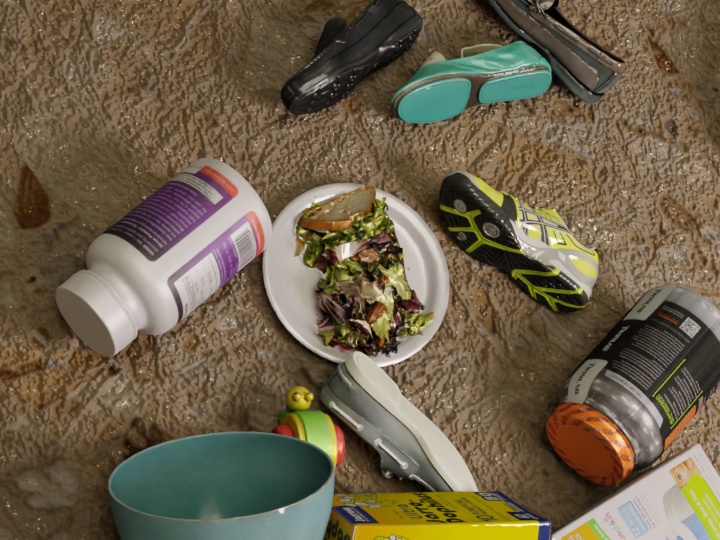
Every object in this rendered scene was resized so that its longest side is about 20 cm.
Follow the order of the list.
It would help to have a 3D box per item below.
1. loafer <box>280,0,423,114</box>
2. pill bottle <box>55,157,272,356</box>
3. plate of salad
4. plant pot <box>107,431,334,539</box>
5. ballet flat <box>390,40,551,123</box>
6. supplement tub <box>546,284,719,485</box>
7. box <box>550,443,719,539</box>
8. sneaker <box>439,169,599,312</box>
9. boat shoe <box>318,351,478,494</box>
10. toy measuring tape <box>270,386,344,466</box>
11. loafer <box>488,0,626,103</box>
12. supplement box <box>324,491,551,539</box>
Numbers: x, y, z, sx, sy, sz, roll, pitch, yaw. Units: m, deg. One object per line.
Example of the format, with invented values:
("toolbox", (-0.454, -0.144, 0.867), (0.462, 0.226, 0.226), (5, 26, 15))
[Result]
("loafer", (-0.018, -0.231, 1.817), (0.070, 0.068, 0.201), (44, 57, 10))
("pill bottle", (-0.189, -0.009, 1.641), (0.111, 0.111, 0.200), (47, 62, 3))
("plate of salad", (0.000, 0.000, 1.740), (0.200, 0.048, 0.200), (7, 67, -18))
("plant pot", (-0.120, 0.243, 1.540), (0.200, 0.200, 0.135), (-9, 107, -22))
("ballet flat", (0.109, -0.207, 1.860), (0.200, 0.067, 0.070), (-14, 50, -24))
("supplement tub", (0.285, 0.118, 1.753), (0.123, 0.123, 0.200), (46, 62, 2))
("box", (0.268, 0.273, 1.697), (0.200, 0.101, 0.113), (-26, 79, -26))
("sneaker", (0.166, -0.040, 1.808), (0.200, 0.075, 0.076), (41, 54, -12))
("boat shoe", (0.040, 0.171, 1.692), (0.062, 0.073, 0.200), (-40, 94, 15))
("toy measuring tape", (-0.046, 0.203, 1.631), (0.073, 0.074, 0.200), (0, 70, -20))
("loafer", (0.213, -0.277, 1.907), (0.200, 0.063, 0.072), (47, 32, -1))
("supplement box", (0.060, 0.270, 1.593), (0.200, 0.109, 0.110), (2, 98, -23))
